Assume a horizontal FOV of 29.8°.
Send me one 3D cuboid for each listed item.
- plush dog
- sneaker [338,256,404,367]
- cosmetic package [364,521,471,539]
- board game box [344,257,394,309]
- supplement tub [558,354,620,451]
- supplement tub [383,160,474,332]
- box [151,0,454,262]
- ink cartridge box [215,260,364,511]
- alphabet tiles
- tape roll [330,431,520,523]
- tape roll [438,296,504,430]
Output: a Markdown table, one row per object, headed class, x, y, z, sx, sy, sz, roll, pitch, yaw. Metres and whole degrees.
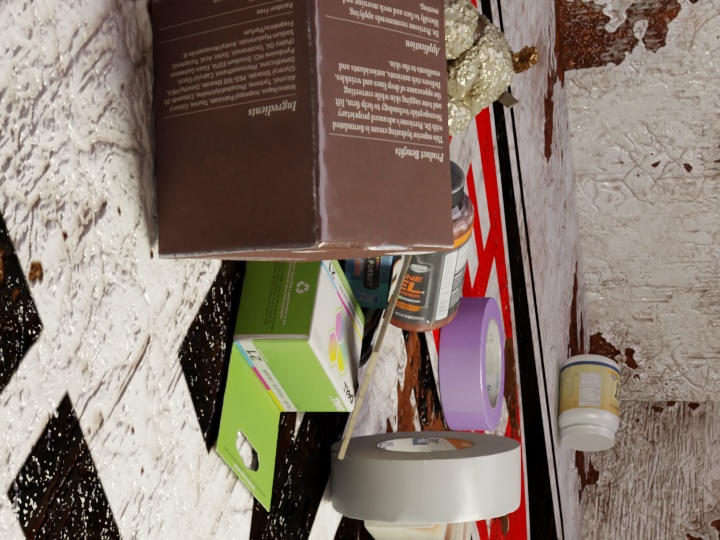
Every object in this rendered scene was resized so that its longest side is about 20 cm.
| class | x | y | z | sx | sy | sz | roll | pitch | yaw |
| --- | --- | --- | --- | --- | --- | --- | --- | --- | --- |
| plush dog | 0.134 | -0.310 | 1.839 | 0.172 | 0.160 | 0.200 | 41 | 46 | -38 |
| sneaker | 0.000 | 0.000 | 1.415 | 0.079 | 0.078 | 0.200 | 75 | 22 | -57 |
| cosmetic package | 0.073 | 0.294 | 1.640 | 0.200 | 0.087 | 0.104 | 61 | 31 | -59 |
| board game box | 0.019 | -0.087 | 1.340 | 0.151 | 0.047 | 0.200 | 93 | 4 | -54 |
| supplement tub | 0.543 | 0.315 | 3.217 | 0.144 | 0.144 | 0.200 | 62 | 31 | -58 |
| supplement tub | 0.072 | -0.032 | 1.547 | 0.107 | 0.107 | 0.200 | -73 | 172 | -48 |
| box | -0.043 | -0.110 | 1.021 | 0.166 | 0.164 | 0.200 | 1 | 87 | -51 |
| ink cartridge box | -0.058 | 0.096 | 1.204 | 0.148 | 0.076 | 0.200 | 64 | 27 | -56 |
| alphabet tiles | 0.014 | 0.084 | 1.331 | 0.200 | 0.008 | 0.167 | 107 | 2 | -45 |
| tape roll | 0.068 | 0.214 | 1.419 | 0.200 | 0.200 | 0.066 | -9 | 97 | -74 |
| tape roll | 0.169 | 0.140 | 2.039 | 0.200 | 0.065 | 0.201 | 0 | 90 | -75 |
